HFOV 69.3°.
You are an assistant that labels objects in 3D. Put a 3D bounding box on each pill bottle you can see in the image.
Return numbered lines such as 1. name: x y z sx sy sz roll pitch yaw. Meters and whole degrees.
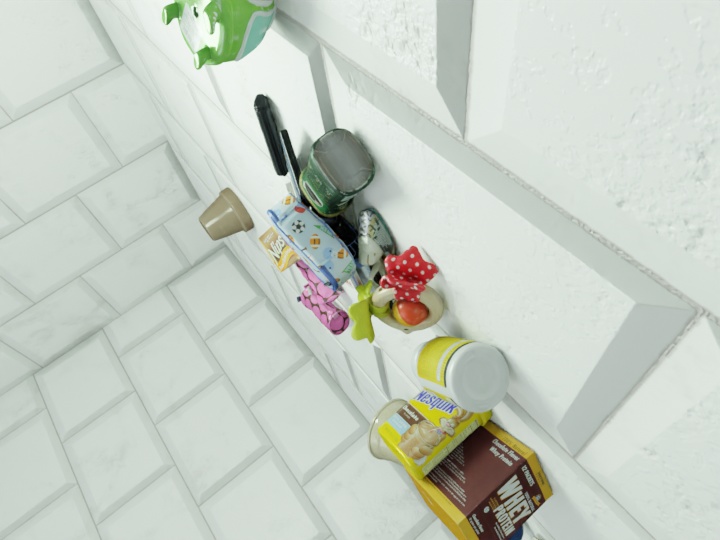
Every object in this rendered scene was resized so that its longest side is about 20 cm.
1. pill bottle: 0.162 0.174 0.915 0.112 0.111 0.200 56 164 -8

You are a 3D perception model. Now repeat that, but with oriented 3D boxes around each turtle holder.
1. turtle holder: -0.189 -0.385 0.725 0.141 0.131 0.186 42 141 27

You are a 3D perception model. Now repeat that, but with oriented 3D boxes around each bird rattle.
1. bird rattle: 0.074 0.048 0.922 0.162 0.200 0.113 30 -141 -26

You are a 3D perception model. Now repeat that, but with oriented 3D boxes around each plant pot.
1. plant pot: -0.565 -0.213 2.157 0.200 0.174 0.201 48 164 18
2. plant pot: 0.154 0.519 1.583 0.183 0.200 0.201 18 143 47

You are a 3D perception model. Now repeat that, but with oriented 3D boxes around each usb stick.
1. usb stick: -0.189 -0.285 1.120 0.201 0.032 0.056 78 -174 -56

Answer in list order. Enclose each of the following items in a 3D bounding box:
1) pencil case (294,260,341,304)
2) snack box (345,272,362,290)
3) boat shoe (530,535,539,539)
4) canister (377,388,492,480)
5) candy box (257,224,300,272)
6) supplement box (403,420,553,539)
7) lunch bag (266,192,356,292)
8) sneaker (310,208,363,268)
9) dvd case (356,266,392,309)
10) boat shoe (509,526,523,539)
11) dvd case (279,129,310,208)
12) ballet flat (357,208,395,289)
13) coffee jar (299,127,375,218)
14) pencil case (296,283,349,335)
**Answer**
1. pencil case: -0.138 0.009 1.515 0.094 0.091 0.201 -38 86 40
2. snack box: -0.057 -0.011 1.212 0.072 0.024 0.200 62 164 -23
3. boat shoe: 0.474 0.767 1.331 0.201 0.069 0.071 60 165 -17
4. canister: 0.151 0.316 1.084 0.148 0.199 0.087 32 155 54
5. candy box: -0.187 -0.082 1.390 0.116 0.055 0.200 57 143 -4
6. supplement box: 0.237 0.429 1.066 0.133 0.199 0.197 61 163 -24
7. lunch bag: -0.088 -0.046 0.991 0.200 0.075 0.160 49 172 4
8. sneaker: -0.046 -0.075 1.084 0.200 0.070 0.078 38 164 48
9. dvd case: 0.000 0.000 1.175 0.200 0.017 0.143 40 158 42
10. boat shoe: 0.362 0.618 1.367 0.201 0.072 0.072 66 169 -4
11. dvd case: -0.130 -0.184 1.069 0.200 0.017 0.144 117 135 -81
12. ballet flat: 0.033 -0.018 0.969 0.072 0.072 0.201 35 155 51
13. coffee jar: -0.046 -0.155 0.881 0.105 0.085 0.200 55 165 -3
14. pencil case: -0.118 0.121 1.671 0.200 0.090 0.094 36 146 44
